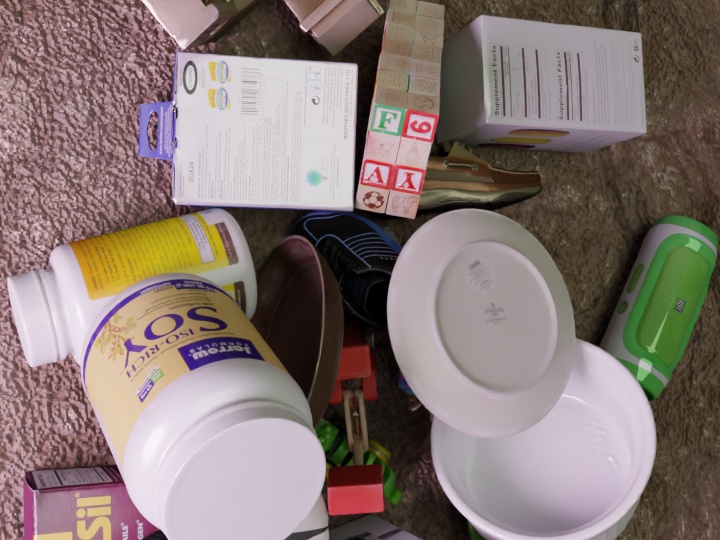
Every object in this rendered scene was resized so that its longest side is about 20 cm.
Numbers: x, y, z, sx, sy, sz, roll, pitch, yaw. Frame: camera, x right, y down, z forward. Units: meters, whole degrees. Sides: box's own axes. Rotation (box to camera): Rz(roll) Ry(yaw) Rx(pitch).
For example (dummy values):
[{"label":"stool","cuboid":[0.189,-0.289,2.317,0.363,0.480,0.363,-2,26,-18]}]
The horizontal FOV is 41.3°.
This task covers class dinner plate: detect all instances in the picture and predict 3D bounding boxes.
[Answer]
[{"label":"dinner plate","cuboid":[0.114,0.042,0.828,0.198,0.024,0.203,8,73,-26]}]

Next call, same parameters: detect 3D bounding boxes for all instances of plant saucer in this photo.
[{"label":"plant saucer","cuboid":[-0.063,0.071,0.840,0.034,0.200,0.203,13,81,-25]}]

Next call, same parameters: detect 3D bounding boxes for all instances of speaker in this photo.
[{"label":"speaker","cuboid":[0.335,0.042,1.079,0.088,0.088,0.202,32,74,-18]}]

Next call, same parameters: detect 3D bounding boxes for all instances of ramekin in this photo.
[{"label":"ramekin","cuboid":[0.170,0.169,0.882,0.201,0.199,0.098,-51,149,-18]}]

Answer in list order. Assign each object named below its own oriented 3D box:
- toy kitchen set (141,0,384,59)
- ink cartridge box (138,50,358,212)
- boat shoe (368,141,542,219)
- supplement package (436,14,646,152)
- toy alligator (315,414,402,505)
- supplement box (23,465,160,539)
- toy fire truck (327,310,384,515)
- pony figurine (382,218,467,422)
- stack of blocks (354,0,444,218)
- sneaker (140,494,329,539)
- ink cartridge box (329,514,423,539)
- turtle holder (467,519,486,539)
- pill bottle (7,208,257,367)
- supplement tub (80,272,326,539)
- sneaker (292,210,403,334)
[{"label":"toy kitchen set","cuboid":[-0.065,-0.260,0.837,0.199,0.181,0.164,-39,101,11]},{"label":"ink cartridge box","cuboid":[-0.105,-0.127,0.881,0.197,0.076,0.139,1,93,-11]},{"label":"boat shoe","cuboid":[0.098,-0.098,0.992,0.197,0.075,0.075,-5,85,-25]},{"label":"supplement package","cuboid":[0.189,-0.193,1.017,0.197,0.114,0.111,-1,85,-22]},{"label":"toy alligator","cuboid":[-0.026,0.169,0.927,0.200,0.054,0.060,42,71,-15]},{"label":"supplement box","cuboid":[-0.186,0.238,0.826,0.197,0.103,0.133,0,87,-23]},{"label":"toy fire truck","cuboid":[-0.006,0.122,0.875,0.048,0.200,0.143,-5,100,2]},{"label":"pony figurine","cuboid":[0.100,0.028,0.956,0.199,0.165,0.196,-24,104,-38]},{"label":"stack of blocks","cuboid":[0.040,-0.160,0.914,0.058,0.116,0.201,10,43,-1]},{"label":"sneaker","cuboid":[-0.109,0.234,0.763,0.198,0.074,0.090,-19,92,-24]},{"label":"ink cartridge box","cuboid":[0.029,0.319,0.862,0.083,0.200,0.146,-15,92,-20]},{"label":"turtle holder","cuboid":[0.175,0.242,0.975,0.139,0.132,0.187,-24,53,1]},{"label":"pill bottle","cuboid":[-0.198,0.019,0.834,0.198,0.109,0.111,-15,92,-24]},{"label":"supplement tub","cuboid":[-0.123,0.107,0.728,0.144,0.200,0.147,-15,123,-24]},{"label":"sneaker","cuboid":[0.000,0.000,0.880,0.077,0.199,0.071,-8,121,-53]}]
